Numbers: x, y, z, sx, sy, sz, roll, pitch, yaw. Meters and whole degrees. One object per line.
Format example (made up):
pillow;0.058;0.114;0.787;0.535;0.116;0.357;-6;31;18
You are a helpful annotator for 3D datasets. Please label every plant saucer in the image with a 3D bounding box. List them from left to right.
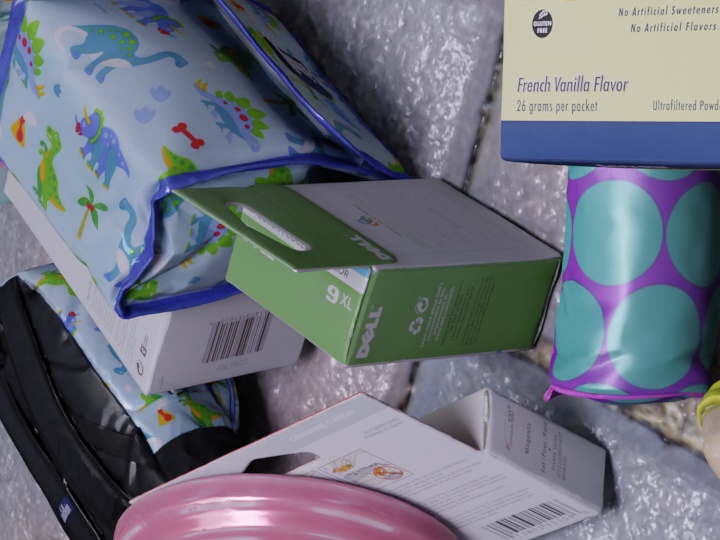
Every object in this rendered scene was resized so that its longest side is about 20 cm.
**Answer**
plant saucer;-0.039;0.176;1.216;0.200;0.200;0.051;-26;47;42

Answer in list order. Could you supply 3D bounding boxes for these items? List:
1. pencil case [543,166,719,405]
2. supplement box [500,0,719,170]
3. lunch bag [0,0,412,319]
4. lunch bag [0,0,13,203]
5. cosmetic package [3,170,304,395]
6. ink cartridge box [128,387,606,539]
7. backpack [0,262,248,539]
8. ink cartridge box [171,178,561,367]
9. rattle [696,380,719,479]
pencil case;0.135;-0.033;1.115;0.092;0.085;0.202;1;92;29
supplement box;0.177;-0.146;0.988;0.134;0.199;0.202;4;94;44
lunch bag;-0.085;-0.081;1.250;0.170;0.199;0.128;51;132;29
lunch bag;-0.275;-0.174;1.492;0.171;0.121;0.201;-54;48;34
cosmetic package;-0.121;-0.026;1.332;0.200;0.112;0.082;50;137;34
ink cartridge box;0.002;0.111;1.191;0.199;0.173;0.044;-27;45;42
backpack;-0.153;0.082;1.371;0.200;0.153;0.164;41;140;16
ink cartridge box;0.000;0.000;1.168;0.104;0.199;0.060;34;116;39
rattle;0.263;0.065;1.006;0.199;0.130;0.144;-31;80;13
